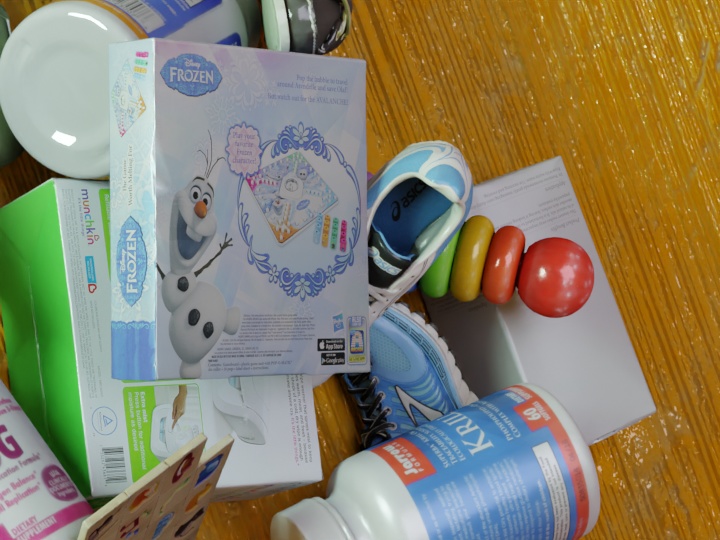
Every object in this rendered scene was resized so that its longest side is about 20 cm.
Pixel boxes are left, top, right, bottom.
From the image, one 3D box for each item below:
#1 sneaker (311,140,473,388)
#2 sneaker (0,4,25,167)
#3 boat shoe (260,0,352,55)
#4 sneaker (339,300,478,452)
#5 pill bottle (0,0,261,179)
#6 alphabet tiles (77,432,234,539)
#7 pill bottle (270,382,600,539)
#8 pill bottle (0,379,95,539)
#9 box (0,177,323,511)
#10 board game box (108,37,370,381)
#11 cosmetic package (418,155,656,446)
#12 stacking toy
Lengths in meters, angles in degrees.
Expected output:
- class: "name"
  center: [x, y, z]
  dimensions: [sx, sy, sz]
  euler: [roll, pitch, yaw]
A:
- class: "sneaker"
  center: [0.000, 0.000, 1.737]
  dimensions: [0.072, 0.200, 0.073]
  euler: [35, 18, -6]
- class: "sneaker"
  center: [-0.267, -0.155, 1.684]
  dimensions: [0.090, 0.067, 0.201]
  euler: [-36, 99, -45]
- class: "boat shoe"
  center: [-0.035, -0.176, 1.767]
  dimensions: [0.060, 0.201, 0.072]
  euler: [-5, 101, -2]
- class: "sneaker"
  center: [0.027, 0.095, 1.815]
  dimensions: [0.200, 0.078, 0.090]
  euler: [49, 62, -13]
- class: "pill bottle"
  center: [-0.139, -0.138, 1.707]
  dimensions: [0.113, 0.112, 0.200]
  euler: [61, 28, -6]
- class: "alphabet tiles"
  center: [-0.148, 0.179, 1.605]
  dimensions: [0.008, 0.200, 0.167]
  euler: [42, 52, 16]
- class: "pill bottle"
  center: [0.047, 0.158, 1.738]
  dimensions: [0.199, 0.112, 0.113]
  euler: [-22, 91, -23]
- class: "pill bottle"
  center: [-0.251, 0.107, 1.571]
  dimensions: [0.113, 0.113, 0.200]
  euler: [-31, 80, -36]
- class: "box"
  center: [-0.128, 0.047, 1.704]
  dimensions: [0.176, 0.096, 0.202]
  euler: [-2, 79, -36]
- class: "board game box"
  center: [-0.071, -0.035, 1.632]
  dimensions: [0.199, 0.043, 0.201]
  euler: [1, 89, -51]
- class: "cosmetic package"
  center: [0.117, 0.033, 1.892]
  dimensions: [0.112, 0.081, 0.201]
  euler: [-18, 90, -37]
- class: "stacking toy"
  center: [0.061, -0.014, 1.802]
  dimensions: [0.199, 0.085, 0.086]
  euler: [13, 66, 6]
